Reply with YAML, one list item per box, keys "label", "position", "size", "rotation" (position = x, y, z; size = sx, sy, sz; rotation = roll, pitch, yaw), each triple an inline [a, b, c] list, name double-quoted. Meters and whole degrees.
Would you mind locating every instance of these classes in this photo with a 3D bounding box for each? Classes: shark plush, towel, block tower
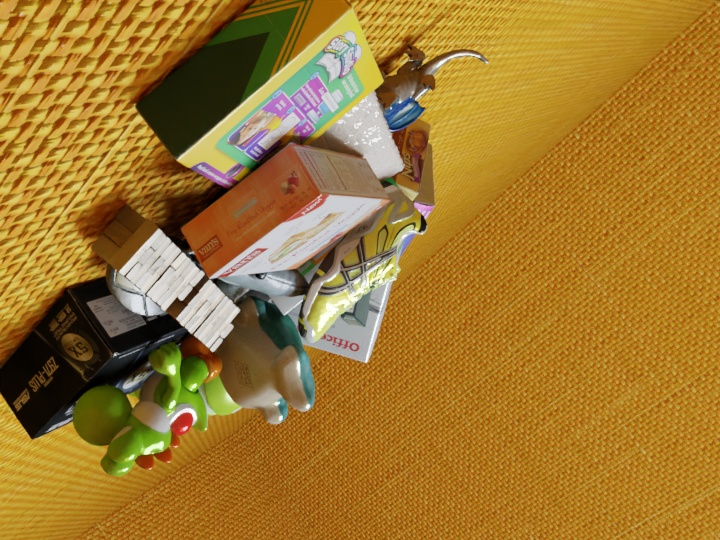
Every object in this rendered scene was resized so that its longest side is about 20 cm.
- label: "shark plush"
  position: [-0.120, -0.018, 0.934]
  size: [0.091, 0.083, 0.200]
  rotation: [-55, 157, -9]
- label: "towel"
  position: [-0.028, -0.123, 0.937]
  size: [0.131, 0.035, 0.200]
  rotation: [-27, 156, 5]
- label: "block tower"
  position: [-0.185, 0.010, 0.877]
  size: [0.054, 0.058, 0.200]
  rotation: [-50, 153, -11]

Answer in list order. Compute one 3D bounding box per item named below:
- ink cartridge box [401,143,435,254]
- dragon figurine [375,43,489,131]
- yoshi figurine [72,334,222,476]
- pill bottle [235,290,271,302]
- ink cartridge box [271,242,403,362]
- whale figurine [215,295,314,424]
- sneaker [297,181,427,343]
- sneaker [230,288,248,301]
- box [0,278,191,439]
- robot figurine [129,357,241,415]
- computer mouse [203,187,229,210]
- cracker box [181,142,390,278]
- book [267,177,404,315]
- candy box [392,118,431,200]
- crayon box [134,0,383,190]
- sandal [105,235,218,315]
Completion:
- label: "ink cartridge box"
  position: [0.046, -0.058, 1.290]
  size: [0.202, 0.043, 0.197]
  rotation: [-88, -156, -47]
- label: "dragon figurine"
  position: [0.041, -0.196, 1.001]
  size: [0.199, 0.059, 0.099]
  rotation: [-32, 173, -17]
- label: "yoshi figurine"
  position: [-0.234, 0.135, 0.960]
  size: [0.110, 0.114, 0.200]
  rotation: [0, -159, 15]
- label: "pill bottle"
  position: [-0.133, 0.027, 1.294]
  size: [0.200, 0.114, 0.113]
  rotation: [-43, 171, 25]
- label: "ink cartridge box"
  position: [-0.028, -0.001, 1.153]
  size: [0.084, 0.144, 0.203]
  rotation: [-65, 170, -68]
- label: "whale figurine"
  position: [-0.100, 0.102, 1.061]
  size: [0.103, 0.162, 0.199]
  rotation: [-20, -164, -30]
- label: "sneaker"
  position: [0.000, 0.000, 1.007]
  size: [0.201, 0.076, 0.075]
  rotation: [-56, 175, 2]
- label: "sneaker"
  position: [-0.166, -0.004, 1.132]
  size: [0.199, 0.081, 0.115]
  rotation: [-43, 171, -19]
- label: "box"
  position: [-0.280, 0.082, 1.010]
  size: [0.163, 0.087, 0.200]
  rotation: [-41, 172, 25]
- label: "robot figurine"
  position: [-0.224, 0.132, 1.200]
  size: [0.197, 0.117, 0.176]
  rotation: [1, -150, 18]
- label: "computer mouse"
  position: [-0.103, -0.111, 0.962]
  size: [0.200, 0.034, 0.059]
  rotation: [-45, 156, 8]
- label: "cracker box"
  position: [-0.064, -0.055, 0.866]
  size: [0.133, 0.058, 0.200]
  rotation: [-34, 171, 18]
- label: "book"
  position: [-0.052, -0.061, 1.063]
  size: [0.199, 0.134, 0.048]
  rotation: [-39, -179, 1]
- label: "candy box"
  position: [0.026, -0.112, 1.243]
  size: [0.200, 0.056, 0.118]
  rotation: [129, -23, -57]
- label: "crayon box"
  position: [-0.072, -0.149, 0.746]
  size: [0.172, 0.058, 0.200]
  rotation: [-40, 172, 4]
- label: "sandal"
  position: [-0.202, -0.002, 0.960]
  size: [0.200, 0.057, 0.081]
  rotation: [-7, 124, -64]
